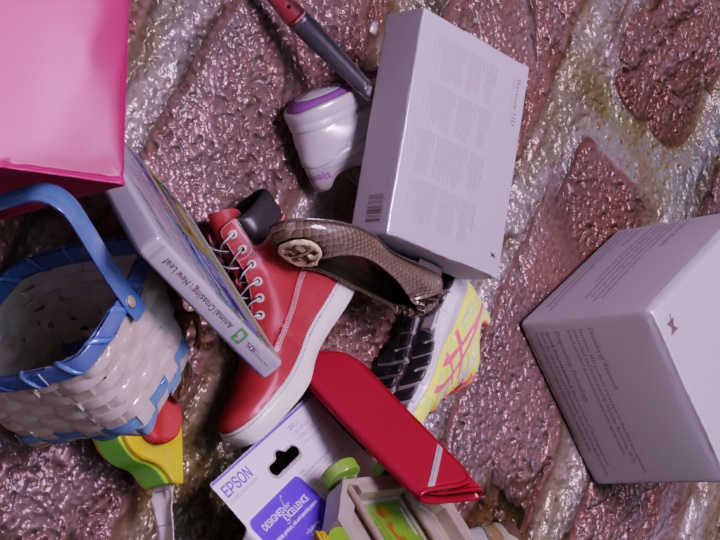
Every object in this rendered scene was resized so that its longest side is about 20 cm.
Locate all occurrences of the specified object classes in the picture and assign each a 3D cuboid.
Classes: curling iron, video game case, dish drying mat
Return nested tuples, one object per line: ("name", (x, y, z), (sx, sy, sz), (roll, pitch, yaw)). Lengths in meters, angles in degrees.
("curling iron", (-0.052, -0.227, 1.329), (0.201, 0.049, 0.026), (53, 26, 1))
("video game case", (-0.145, -0.031, 1.132), (0.022, 0.200, 0.182), (-37, 139, 1))
("dish drying mat", (0.018, 0.126, 1.286), (0.076, 0.200, 0.018), (1, 121, -40))

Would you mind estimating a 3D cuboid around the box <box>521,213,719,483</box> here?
("box", (0.310, 0.078, 1.544), (0.199, 0.170, 0.201), (-38, 108, -37))

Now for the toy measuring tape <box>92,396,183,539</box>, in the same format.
("toy measuring tape", (-0.171, 0.154, 1.173), (0.073, 0.073, 0.202), (9, 70, -40))

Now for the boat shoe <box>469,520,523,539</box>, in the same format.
("boat shoe", (0.117, 0.336, 1.416), (0.075, 0.072, 0.202), (-4, 78, -27))

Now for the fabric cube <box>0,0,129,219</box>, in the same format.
("fabric cube", (-0.285, -0.153, 1.045), (0.195, 0.199, 0.202), (5, 81, -40))

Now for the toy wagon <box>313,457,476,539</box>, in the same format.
("toy wagon", (0.024, 0.219, 1.212), (0.199, 0.040, 0.156), (2, 47, -51))

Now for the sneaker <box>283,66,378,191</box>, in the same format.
("sneaker", (0.018, -0.132, 1.398), (0.199, 0.075, 0.101), (-23, 106, -33))

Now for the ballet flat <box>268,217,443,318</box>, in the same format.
("ballet flat", (0.000, 0.000, 1.293), (0.199, 0.067, 0.047), (23, 66, -46))

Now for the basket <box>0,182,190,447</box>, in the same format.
("basket", (-0.229, 0.027, 1.089), (0.201, 0.175, 0.140), (56, 40, -38))

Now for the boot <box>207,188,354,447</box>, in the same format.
("boot", (-0.096, 0.033, 1.268), (0.144, 0.072, 0.201), (47, 48, -25))

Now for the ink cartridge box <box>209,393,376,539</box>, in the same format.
("ink cartridge box", (-0.020, 0.215, 1.247), (0.200, 0.043, 0.198), (46, 28, 4))

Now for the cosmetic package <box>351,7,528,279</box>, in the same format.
("cosmetic package", (0.072, -0.107, 1.351), (0.150, 0.051, 0.202), (20, 75, -41))

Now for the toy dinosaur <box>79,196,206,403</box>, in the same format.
("toy dinosaur", (-0.162, 0.005, 1.204), (0.201, 0.060, 0.106), (59, 13, 17))

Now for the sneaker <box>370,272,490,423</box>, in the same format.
("sneaker", (0.069, 0.090, 1.397), (0.090, 0.078, 0.201), (45, 57, -29))
